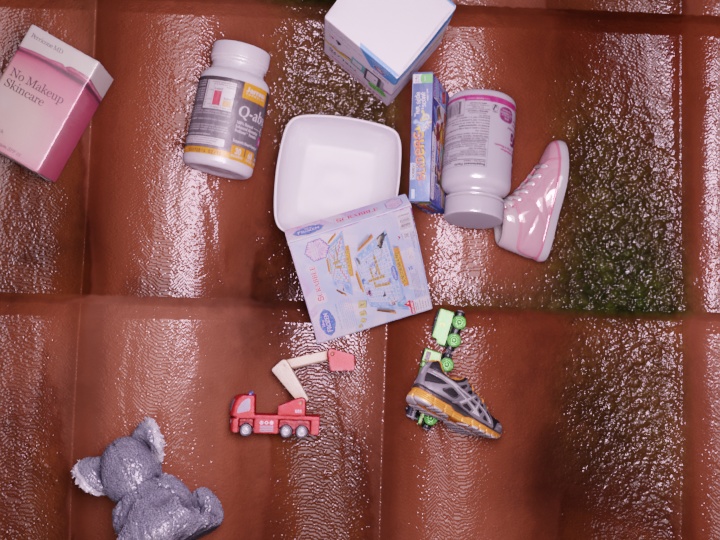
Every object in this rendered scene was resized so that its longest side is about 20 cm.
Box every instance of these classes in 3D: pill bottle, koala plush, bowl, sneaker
[{"bbox_3d":[0.188,-0.176,1.599,0.112,0.113,0.203,6,77,-3],"label":"pill bottle"},{"bbox_3d":[-0.209,-0.255,1.595,0.115,0.116,0.203,12,86,-2],"label":"pill bottle"},{"bbox_3d":[-0.334,0.340,1.534,0.176,0.184,0.201,-30,76,-5],"label":"koala plush"},{"bbox_3d":[-0.038,-0.143,1.618,0.197,0.075,0.203,8,87,-3],"label":"bowl"},{"bbox_3d":[0.273,-0.122,1.631,0.103,0.075,0.203,13,90,-7],"label":"sneaker"},{"bbox_3d":[0.159,0.209,1.578,0.199,0.078,0.078,35,64,-35],"label":"sneaker"}]

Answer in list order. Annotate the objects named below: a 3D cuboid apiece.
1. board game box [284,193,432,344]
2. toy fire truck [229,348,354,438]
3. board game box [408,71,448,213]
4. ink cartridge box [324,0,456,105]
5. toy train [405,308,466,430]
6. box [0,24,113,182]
[{"bbox_3d":[0.000,0.000,1.573,0.197,0.041,0.202,-16,123,-4],"label":"board game box"},{"bbox_3d":[-0.109,0.195,1.605,0.197,0.049,0.143,2,86,-2],"label":"toy fire truck"},{"bbox_3d":[0.111,-0.200,1.596,0.034,0.135,0.203,1,85,16],"label":"board game box"},{"bbox_3d":[0.041,-0.378,1.574,0.146,0.200,0.146,39,87,0],"label":"ink cartridge box"},{"bbox_3d":[0.122,0.158,1.625,0.056,0.042,0.202,17,86,8],"label":"toy train"},{"bbox_3d":[-0.503,-0.261,1.583,0.127,0.109,0.202,28,86,0],"label":"box"}]
